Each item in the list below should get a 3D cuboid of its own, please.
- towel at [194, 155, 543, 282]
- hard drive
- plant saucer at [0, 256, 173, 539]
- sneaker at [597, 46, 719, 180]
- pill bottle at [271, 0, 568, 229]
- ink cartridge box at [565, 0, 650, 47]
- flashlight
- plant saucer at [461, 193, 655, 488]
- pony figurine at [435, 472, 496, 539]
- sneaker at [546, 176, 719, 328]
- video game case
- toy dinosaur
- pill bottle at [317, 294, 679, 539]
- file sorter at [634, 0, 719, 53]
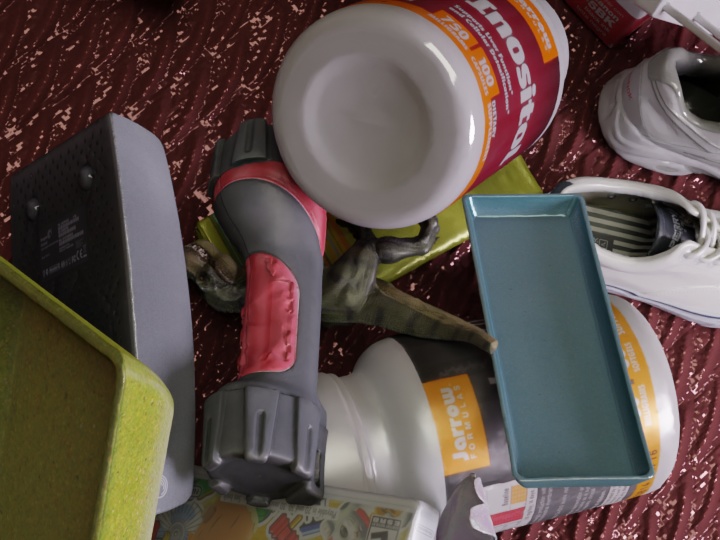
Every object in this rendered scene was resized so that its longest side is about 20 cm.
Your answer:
[{"bbox_3d":[0.007,-0.034,0.939,0.200,0.018,0.086,-29,86,-19],"label":"towel"},{"bbox_3d":[-0.135,0.032,0.823,0.042,0.135,0.200,2,76,-36],"label":"hard drive"},{"bbox_3d":[-0.151,0.102,0.752,0.048,0.200,0.200,2,106,-37],"label":"plant saucer"},{"bbox_3d":[0.250,-0.085,0.962,0.200,0.099,0.078,12,73,-9],"label":"sneaker"},{"bbox_3d":[0.043,-0.100,0.852,0.113,0.113,0.200,48,30,3],"label":"pill bottle"},{"bbox_3d":[0.207,-0.236,0.941,0.147,0.200,0.083,-39,87,-19],"label":"ink cartridge box"},{"bbox_3d":[-0.050,0.017,0.804,0.068,0.068,0.200,-6,53,13],"label":"flashlight"},{"bbox_3d":[0.098,0.033,0.826,0.070,0.019,0.200,-1,45,-6],"label":"plant saucer"},{"bbox_3d":[0.061,0.212,0.797,0.200,0.193,0.167,20,62,-11],"label":"pony figurine"},{"bbox_3d":[0.193,-0.010,0.944,0.200,0.071,0.073,6,74,-11],"label":"sneaker"},{"bbox_3d":[-0.066,0.190,0.778,0.023,0.200,0.182,33,67,-45],"label":"video game case"},{"bbox_3d":[0.000,0.000,0.869,0.200,0.047,0.088,10,53,29],"label":"toy dinosaur"},{"bbox_3d":[0.062,0.086,0.865,0.200,0.116,0.117,-11,78,-16],"label":"pill bottle"},{"bbox_3d":[0.263,-0.153,0.831,0.125,0.200,0.139,43,112,22],"label":"file sorter"}]
